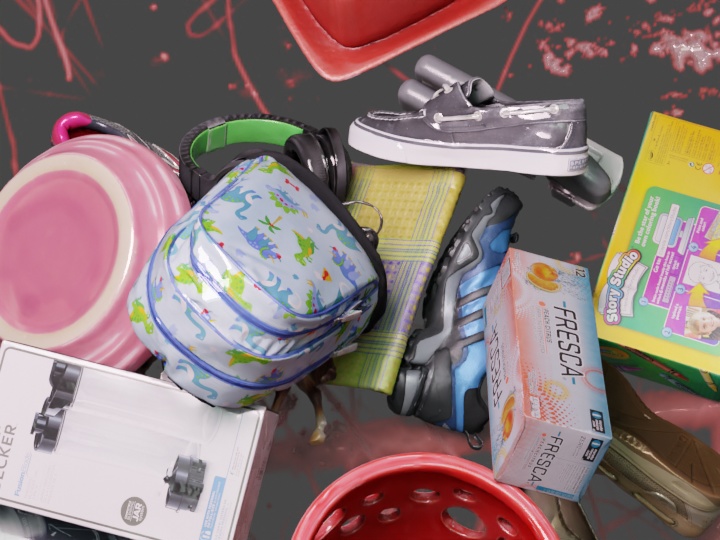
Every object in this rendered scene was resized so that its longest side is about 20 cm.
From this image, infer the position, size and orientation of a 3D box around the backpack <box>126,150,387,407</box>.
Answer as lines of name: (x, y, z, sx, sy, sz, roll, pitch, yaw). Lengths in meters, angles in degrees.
backpack: (-0.075, 0.009, 1.400, 0.163, 0.154, 0.200, 50, 49, 3)

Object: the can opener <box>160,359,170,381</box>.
can opener: (-0.121, 0.060, 1.489, 0.052, 0.066, 0.201, 4, 80, -13)

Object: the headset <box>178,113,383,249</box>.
headset: (-0.057, -0.056, 1.562, 0.123, 0.094, 0.200, -24, 41, -36)

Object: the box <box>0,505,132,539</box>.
box: (-0.220, 0.233, 1.480, 0.182, 0.104, 0.201, -31, 70, -6)

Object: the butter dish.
butter dish: (0.010, -0.292, 1.635, 0.199, 0.148, 0.201, -26, 70, -7)

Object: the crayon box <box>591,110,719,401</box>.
crayon box: (0.254, -0.013, 1.560, 0.118, 0.058, 0.201, 17, 72, 11)

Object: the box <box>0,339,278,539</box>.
box: (-0.170, 0.130, 1.415, 0.199, 0.060, 0.117, 15, 84, 9)

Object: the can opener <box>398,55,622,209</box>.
can opener: (0.122, -0.115, 1.599, 0.199, 0.067, 0.053, 30, 73, 20)

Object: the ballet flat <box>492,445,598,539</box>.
ballet flat: (0.146, 0.191, 1.498, 0.067, 0.046, 0.201, -17, 69, -2)

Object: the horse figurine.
horse figurine: (-0.092, 0.082, 1.533, 0.199, 0.050, 0.133, -20, 62, 30)

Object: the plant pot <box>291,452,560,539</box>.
plant pot: (0.039, 0.252, 1.401, 0.199, 0.183, 0.202, 2, 62, -4)

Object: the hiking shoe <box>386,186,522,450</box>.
hiking shoe: (0.092, 0.034, 1.557, 0.086, 0.074, 0.201, 25, 78, -3)

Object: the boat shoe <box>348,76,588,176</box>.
boat shoe: (0.082, -0.116, 1.536, 0.199, 0.072, 0.068, 8, 105, 31)

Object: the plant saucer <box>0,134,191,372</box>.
plant saucer: (-0.218, -0.009, 1.500, 0.199, 0.051, 0.202, -8, 73, 28)

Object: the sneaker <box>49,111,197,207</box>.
sneaker: (-0.166, -0.059, 1.600, 0.199, 0.075, 0.081, 27, 74, 12)

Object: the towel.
towel: (0.000, 0.000, 1.563, 0.143, 0.023, 0.201, 3, 65, 37)

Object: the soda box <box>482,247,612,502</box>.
soda box: (0.131, 0.071, 1.431, 0.068, 0.064, 0.200, 15, 35, -10)

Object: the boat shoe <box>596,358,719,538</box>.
boat shoe: (0.186, 0.127, 1.503, 0.200, 0.065, 0.071, 39, 40, 15)
